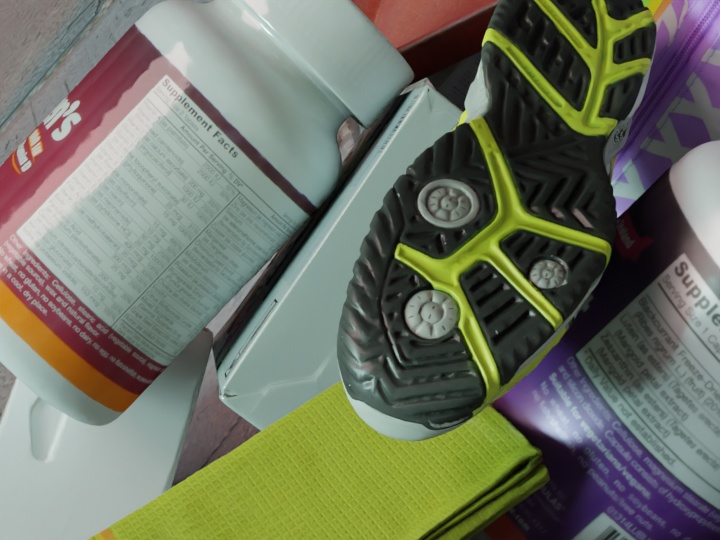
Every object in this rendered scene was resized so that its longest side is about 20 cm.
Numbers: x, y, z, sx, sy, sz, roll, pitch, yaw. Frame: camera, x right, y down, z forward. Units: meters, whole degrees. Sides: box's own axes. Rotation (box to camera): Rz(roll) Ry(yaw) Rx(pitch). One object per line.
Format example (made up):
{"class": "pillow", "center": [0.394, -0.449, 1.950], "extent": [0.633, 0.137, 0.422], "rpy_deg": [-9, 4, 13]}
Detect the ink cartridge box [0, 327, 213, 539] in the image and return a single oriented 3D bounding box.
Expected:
{"class": "ink cartridge box", "center": [-0.145, 0.119, 0.946], "extent": [0.200, 0.084, 0.147], "rpy_deg": [122, 165, -57]}

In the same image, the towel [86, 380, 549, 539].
{"class": "towel", "center": [-0.042, 0.091, 0.626], "extent": [0.199, 0.018, 0.086], "rpy_deg": [-31, 44, -16]}

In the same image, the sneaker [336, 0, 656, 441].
{"class": "sneaker", "center": [0.050, -0.013, 0.656], "extent": [0.077, 0.075, 0.201], "rpy_deg": [99, -162, -49]}

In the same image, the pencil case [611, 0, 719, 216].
{"class": "pencil case", "center": [0.140, -0.075, 0.710], "extent": [0.084, 0.085, 0.201], "rpy_deg": [61, 145, 27]}

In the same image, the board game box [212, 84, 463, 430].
{"class": "board game box", "center": [0.000, 0.000, 0.859], "extent": [0.148, 0.064, 0.200], "rpy_deg": [-54, 7, 0]}

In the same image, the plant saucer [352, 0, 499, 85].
{"class": "plant saucer", "center": [0.064, -0.171, 0.926], "extent": [0.199, 0.037, 0.201], "rpy_deg": [-23, 40, 43]}

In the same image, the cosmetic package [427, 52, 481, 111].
{"class": "cosmetic package", "center": [0.075, -0.174, 1.010], "extent": [0.151, 0.052, 0.200], "rpy_deg": [-48, 29, 11]}

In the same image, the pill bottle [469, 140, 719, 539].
{"class": "pill bottle", "center": [0.120, 0.028, 0.670], "extent": [0.200, 0.111, 0.112], "rpy_deg": [-45, 30, 20]}

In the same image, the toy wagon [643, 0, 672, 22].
{"class": "toy wagon", "center": [0.162, -0.156, 0.838], "extent": [0.201, 0.039, 0.155], "rpy_deg": [-57, 18, -14]}

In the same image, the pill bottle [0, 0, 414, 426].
{"class": "pill bottle", "center": [-0.078, -0.041, 0.823], "extent": [0.200, 0.110, 0.110], "rpy_deg": [-46, 29, 1]}
